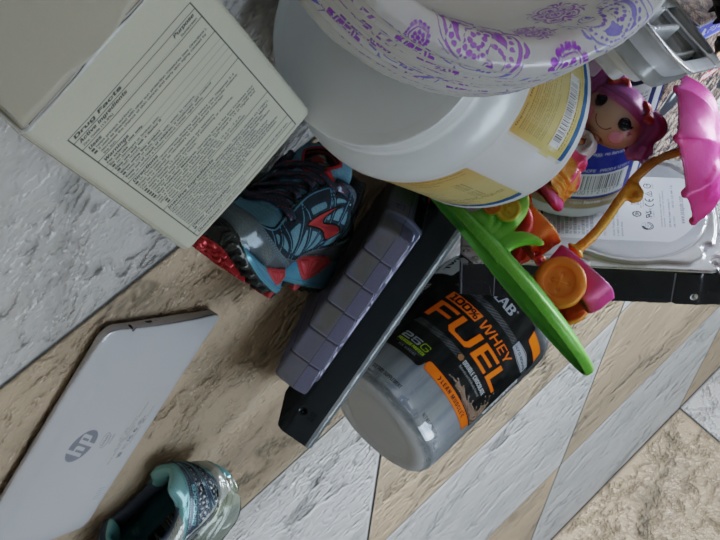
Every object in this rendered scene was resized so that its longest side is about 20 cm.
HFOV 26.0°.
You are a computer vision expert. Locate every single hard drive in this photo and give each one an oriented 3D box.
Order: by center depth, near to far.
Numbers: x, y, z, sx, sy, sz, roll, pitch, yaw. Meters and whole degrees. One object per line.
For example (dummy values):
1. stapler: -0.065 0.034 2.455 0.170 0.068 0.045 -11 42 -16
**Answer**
1. hard drive: 0.008 0.031 1.182 0.201 0.033 0.140 -55 -176 6
2. hard drive: 0.176 -0.035 1.205 0.140 0.198 0.038 -81 172 -49

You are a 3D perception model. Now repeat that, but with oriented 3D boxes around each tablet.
1. tablet: -0.178 0.110 1.045 0.201 0.014 0.130 -57 159 19

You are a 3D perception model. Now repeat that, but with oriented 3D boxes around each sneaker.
1. sneaker: -0.050 -0.043 0.963 0.096 0.079 0.200 -58 169 8
2. sneaker: -0.181 0.225 1.190 0.201 0.077 0.086 -57 149 1

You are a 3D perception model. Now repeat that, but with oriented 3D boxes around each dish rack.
1. dish rack: 0.145 -0.178 0.953 0.043 0.172 0.200 -38 176 19

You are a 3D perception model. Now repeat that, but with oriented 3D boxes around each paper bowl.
1. paper bowl: 0.051 -0.181 0.735 0.201 0.201 0.104 -42 -173 -19

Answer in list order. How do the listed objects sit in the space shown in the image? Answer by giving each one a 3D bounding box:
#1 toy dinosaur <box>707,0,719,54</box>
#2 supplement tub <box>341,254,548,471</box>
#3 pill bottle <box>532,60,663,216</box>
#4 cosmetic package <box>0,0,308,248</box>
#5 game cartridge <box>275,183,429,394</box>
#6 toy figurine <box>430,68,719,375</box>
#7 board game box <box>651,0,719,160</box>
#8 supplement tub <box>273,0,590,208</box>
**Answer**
1. toy dinosaur: 0.265 -0.218 1.031 0.102 0.137 0.200 -27 164 26
2. supplement tub: 0.080 0.069 1.362 0.200 0.122 0.123 -42 160 -22
3. pill bottle: 0.167 -0.147 1.143 0.116 0.116 0.201 -34 149 -35
4. cosmetic package: -0.105 -0.091 0.737 0.105 0.071 0.200 -48 161 -2
5. game cartridge: 0.000 0.000 1.081 0.130 0.038 0.200 -50 -175 15
6. toy figurine: 0.155 -0.065 1.042 0.184 0.200 0.150 -41 162 0
7. board game box: 0.238 -0.170 1.294 0.159 0.097 0.201 -30 153 -44
8. supplement tub: 0.045 -0.117 0.902 0.145 0.145 0.200 -52 161 10
